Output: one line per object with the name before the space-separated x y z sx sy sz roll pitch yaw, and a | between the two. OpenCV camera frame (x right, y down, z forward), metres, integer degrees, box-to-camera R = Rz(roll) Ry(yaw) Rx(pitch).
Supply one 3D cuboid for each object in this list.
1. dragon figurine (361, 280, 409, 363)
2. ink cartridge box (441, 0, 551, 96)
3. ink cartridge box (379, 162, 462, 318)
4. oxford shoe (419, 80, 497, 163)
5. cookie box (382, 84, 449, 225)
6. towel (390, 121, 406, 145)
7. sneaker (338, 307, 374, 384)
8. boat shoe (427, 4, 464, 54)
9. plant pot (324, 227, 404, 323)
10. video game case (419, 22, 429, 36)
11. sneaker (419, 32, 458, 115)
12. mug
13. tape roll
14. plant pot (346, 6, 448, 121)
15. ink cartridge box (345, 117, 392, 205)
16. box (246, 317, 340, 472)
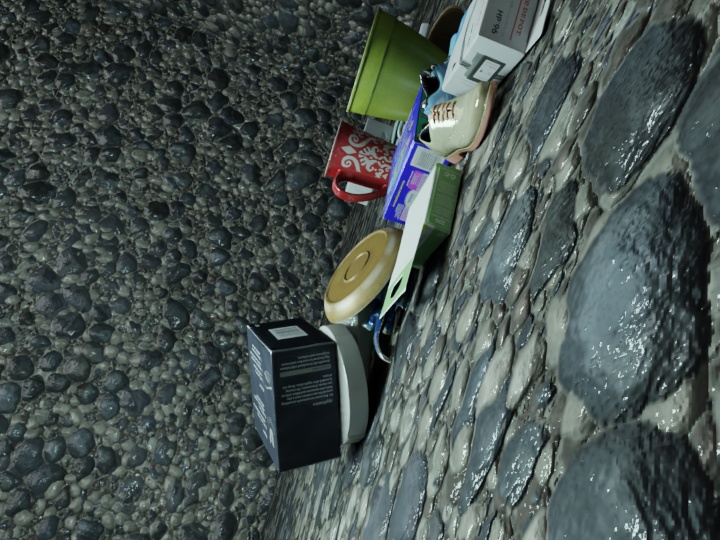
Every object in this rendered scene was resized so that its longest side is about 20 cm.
dragon figurine | 0.045 0.050 0.948 0.202 0.057 0.101 -79 8 -54
ink cartridge box | 0.174 -0.313 0.733 0.200 0.066 0.119 144 143 -80
ink cartridge box | 0.088 -0.035 0.841 0.146 0.047 0.205 121 165 -67
oxford shoe | 0.131 -0.206 0.797 0.200 0.072 0.073 129 159 -75
cookie box | 0.107 -0.209 1.029 0.203 0.073 0.173 -79 8 -45
towel | 0.099 -0.364 1.712 0.171 0.047 0.205 -117 44 -81
sneaker | 0.013 0.133 1.075 0.117 0.072 0.207 -20 -65 -51
boat shoe | 0.173 -0.494 1.250 0.202 0.072 0.071 114 166 -53
plant pot | 0.000 0.000 0.985 0.200 0.027 0.202 -44 20 20
video game case | 0.143 -0.454 1.385 0.184 0.023 0.205 78 -157 -58
sneaker | 0.145 -0.329 0.948 0.079 0.088 0.204 119 168 -59
mug | 0.018 -0.238 1.365 0.133 0.195 0.183 -176 104 -83
tape roll | -0.037 0.197 0.992 0.202 0.036 0.210 174 90 -69
plant pot | 0.090 -0.384 1.139 0.200 0.188 0.206 -161 90 -85
ink cartridge box | 0.022 -0.326 1.714 0.147 0.082 0.203 -76 5 -46
box | -0.121 0.207 1.006 0.196 0.114 0.207 -161 67 -66
